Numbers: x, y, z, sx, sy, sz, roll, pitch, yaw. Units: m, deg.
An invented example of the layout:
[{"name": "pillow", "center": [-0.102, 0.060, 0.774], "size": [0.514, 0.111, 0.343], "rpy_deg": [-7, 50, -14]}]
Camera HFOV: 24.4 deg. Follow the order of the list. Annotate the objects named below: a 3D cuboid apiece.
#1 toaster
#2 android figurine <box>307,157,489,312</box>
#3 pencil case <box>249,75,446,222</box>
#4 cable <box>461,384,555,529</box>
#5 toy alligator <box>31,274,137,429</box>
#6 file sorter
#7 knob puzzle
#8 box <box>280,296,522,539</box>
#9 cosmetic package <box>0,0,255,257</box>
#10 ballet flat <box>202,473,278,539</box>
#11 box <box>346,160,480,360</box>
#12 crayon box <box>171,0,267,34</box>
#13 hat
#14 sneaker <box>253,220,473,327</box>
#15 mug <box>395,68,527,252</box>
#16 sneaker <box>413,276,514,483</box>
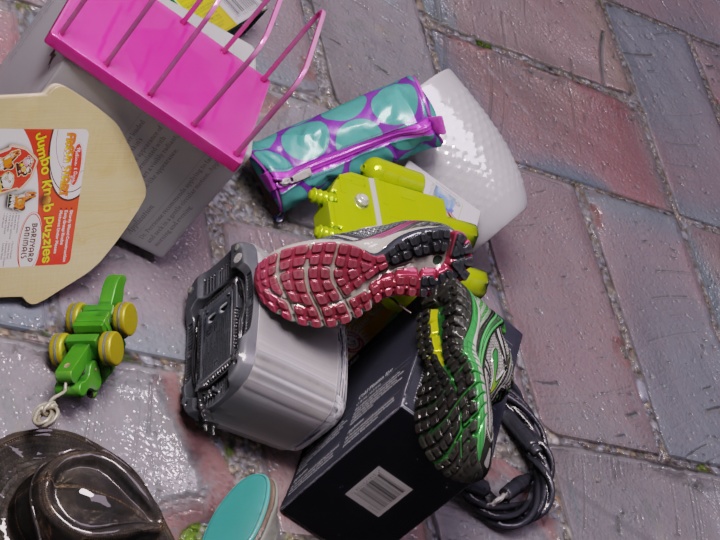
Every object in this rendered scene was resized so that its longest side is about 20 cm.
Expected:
[{"name": "toaster", "center": [-0.087, 0.080, 1.547], "size": [0.129, 0.114, 0.201], "rpy_deg": [26, 42, -29]}, {"name": "android figurine", "center": [0.035, -0.032, 1.644], "size": [0.199, 0.041, 0.183], "rpy_deg": [17, 47, -29]}, {"name": "pencil case", "center": [-0.015, -0.130, 1.738], "size": [0.092, 0.199, 0.086], "rpy_deg": [-123, -170, -66]}, {"name": "cable", "center": [0.143, 0.170, 1.743], "size": [0.163, 0.051, 0.201], "rpy_deg": [32, 40, -20]}, {"name": "toy alligator", "center": [-0.237, 0.083, 1.451], "size": [0.201, 0.059, 0.055], "rpy_deg": [-72, 154, -48]}, {"name": "file sorter", "center": [-0.145, -0.218, 1.459], "size": [0.199, 0.125, 0.139], "rpy_deg": [34, 36, -16]}, {"name": "knob puzzle", "center": [-0.279, -0.068, 1.455], "size": [0.219, 0.221, 0.030], "rpy_deg": [4, 17, -42]}, {"name": "box", "center": [0.040, 0.139, 1.547], "size": [0.104, 0.200, 0.183], "rpy_deg": [35, 40, -13]}, {"name": "cosmetic package", "center": [-0.224, -0.153, 1.566], "size": [0.199, 0.165, 0.166], "rpy_deg": [27, 38, -26]}, {"name": "ballet flat", "center": [-0.109, 0.263, 1.423], "size": [0.064, 0.067, 0.201], "rpy_deg": [62, 31, -29]}, {"name": "box", "center": [0.039, 0.002, 1.733], "size": [0.101, 0.112, 0.201], "rpy_deg": [34, 40, -13]}, {"name": "crayon box", "center": [-0.209, -0.330, 1.829], "size": [0.200, 0.051, 0.127], "rpy_deg": [49, 37, 0]}, {"name": "hat", "center": [-0.214, 0.198, 1.347], "size": [0.200, 0.081, 0.202], "rpy_deg": [27, 42, -26]}, {"name": "sneaker", "center": [0.000, 0.000, 1.516], "size": [0.198, 0.081, 0.075], "rpy_deg": [-7, 17, -14]}, {"name": "mug", "center": [0.101, -0.111, 1.886], "size": [0.176, 0.147, 0.200], "rpy_deg": [51, 6, 2]}, {"name": "sneaker", "center": [0.100, 0.096, 1.417], "size": [0.085, 0.078, 0.201], "rpy_deg": [28, 42, -24]}]
